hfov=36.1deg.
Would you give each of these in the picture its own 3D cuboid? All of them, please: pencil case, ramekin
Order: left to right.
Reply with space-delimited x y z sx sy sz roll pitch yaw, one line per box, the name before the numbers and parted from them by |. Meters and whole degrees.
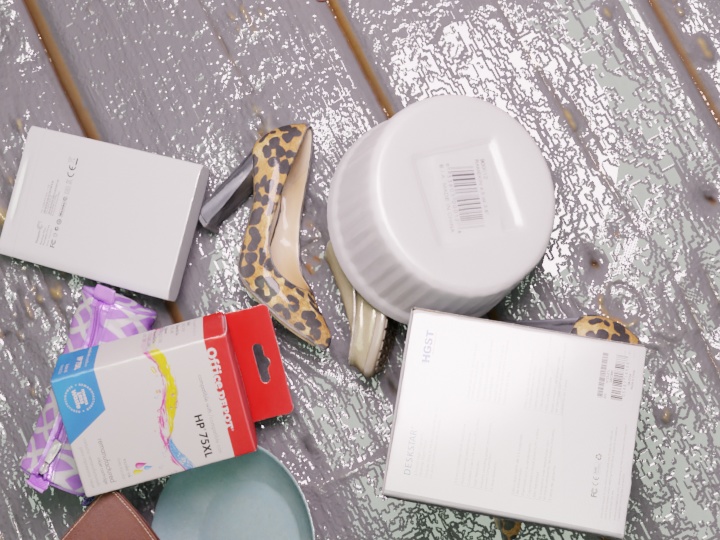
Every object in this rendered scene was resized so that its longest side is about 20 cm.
pencil case | -0.264 0.116 1.061 0.083 0.085 0.203 17 86 20
ramekin | 0.076 -0.056 0.982 0.197 0.098 0.204 4 75 -17

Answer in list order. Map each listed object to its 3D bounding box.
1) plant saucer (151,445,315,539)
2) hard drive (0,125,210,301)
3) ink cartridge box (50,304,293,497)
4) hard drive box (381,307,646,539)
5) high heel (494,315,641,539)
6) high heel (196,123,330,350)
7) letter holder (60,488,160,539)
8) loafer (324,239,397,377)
plant saucer | -0.113 0.260 1.028 0.198 0.039 0.205 -6 79 32
hard drive | -0.254 -0.058 1.090 0.197 0.027 0.134 14 87 18
ink cartridge box | -0.164 0.114 0.996 0.197 0.067 0.118 -15 106 -4
hard drive box | 0.127 0.128 0.925 0.196 0.077 0.159 10 78 6
high heel | 0.182 0.140 0.992 0.140 0.071 0.204 -2 76 14
high heel | -0.056 -0.037 1.049 0.142 0.071 0.201 -43 72 9
letter holder | -0.186 0.309 0.981 0.143 0.100 0.200 -50 55 7
loafer | 0.000 0.000 1.043 0.067 0.076 0.204 1 76 9
